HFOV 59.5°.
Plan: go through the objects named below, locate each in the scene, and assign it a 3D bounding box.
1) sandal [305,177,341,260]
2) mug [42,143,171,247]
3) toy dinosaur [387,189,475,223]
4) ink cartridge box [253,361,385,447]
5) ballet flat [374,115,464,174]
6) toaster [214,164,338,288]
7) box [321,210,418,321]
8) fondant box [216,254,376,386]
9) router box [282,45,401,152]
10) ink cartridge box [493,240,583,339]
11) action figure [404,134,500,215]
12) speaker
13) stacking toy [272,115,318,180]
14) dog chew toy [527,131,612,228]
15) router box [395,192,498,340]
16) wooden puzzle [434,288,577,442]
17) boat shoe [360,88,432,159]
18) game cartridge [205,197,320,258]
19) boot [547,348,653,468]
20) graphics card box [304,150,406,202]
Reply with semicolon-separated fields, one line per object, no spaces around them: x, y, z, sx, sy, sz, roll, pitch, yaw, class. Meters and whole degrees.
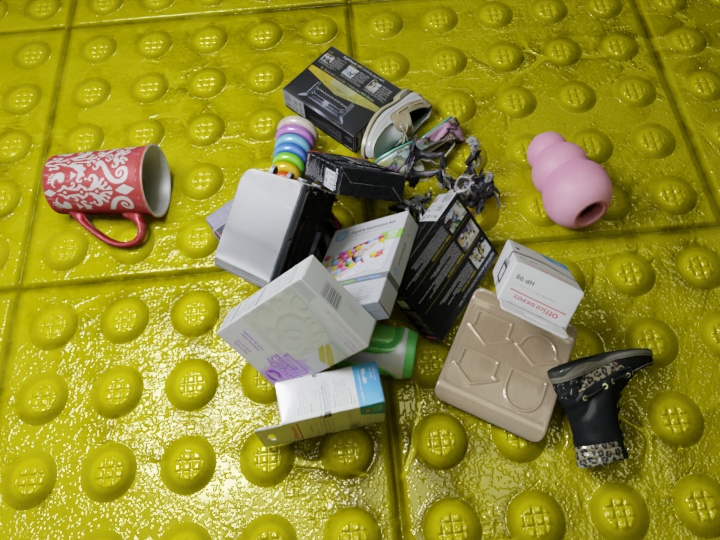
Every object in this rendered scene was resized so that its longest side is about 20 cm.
-0.062;-0.090;1.152;0.044;0.076;0.203;-9;60;-12;sandal
-0.474;-0.146;1.165;0.195;0.134;0.181;-1;60;5;mug
0.107;-0.064;1.130;0.198;0.102;0.138;-24;94;-29;toy dinosaur
-0.064;0.208;0.970;0.196;0.116;0.068;-11;63;-5;ink cartridge box
0.122;-0.228;1.225;0.198;0.069;0.072;-32;85;-14;ballet flat
-0.132;-0.058;1.017;0.117;0.181;0.204;21;96;11;toaster
0.000;0.000;1.008;0.154;0.041;0.202;-13;38;34;box
-0.096;0.084;0.930;0.144;0.198;0.059;45;38;-19;fondant box
-0.038;-0.356;1.298;0.199;0.053;0.157;37;69;19;router box
0.279;0.024;0.997;0.114;0.200;0.068;25;107;1;ink cartridge box
0.181;-0.175;1.153;0.196;0.102;0.121;16;59;-7;action figure
-0.007;0.123;1.031;0.196;0.089;0.090;9;63;7;speaker
-0.140;-0.193;1.190;0.084;0.086;0.203;9;58;7;stacking toy
0.372;-0.175;1.157;0.122;0.126;0.202;-18;55;-7;dog chew toy
0.135;-0.007;1.063;0.201;0.150;0.051;-52;28;-22;router box
0.238;0.153;1.032;0.182;0.046;0.203;22;70;13;wooden puzzle
0.073;-0.286;1.236;0.068;0.075;0.201;24;59;21;boat shoe
-0.183;-0.061;1.163;0.129;0.039;0.200;-36;67;-20;game cartridge
0.391;0.209;0.984;0.200;0.073;0.157;-8;80;-25;boot
-0.014;-0.169;1.118;0.123;0.052;0.200;5;15;-24;graphics card box
